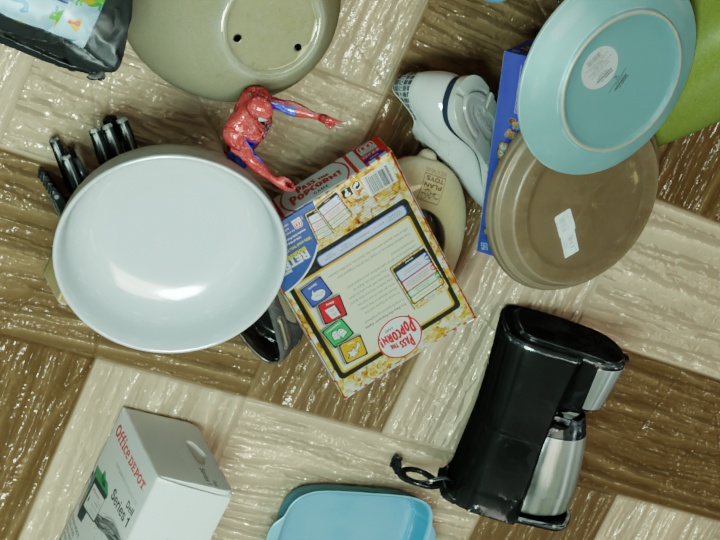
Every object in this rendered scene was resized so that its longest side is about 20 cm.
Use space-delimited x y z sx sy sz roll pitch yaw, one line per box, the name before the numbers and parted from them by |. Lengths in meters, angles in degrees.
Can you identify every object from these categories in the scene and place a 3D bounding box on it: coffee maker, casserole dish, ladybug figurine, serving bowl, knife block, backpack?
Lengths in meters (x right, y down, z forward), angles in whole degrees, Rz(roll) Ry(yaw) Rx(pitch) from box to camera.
coffee maker | 0.158 0.148 1.705 0.191 0.135 0.201 6 110 -26
casserole dish | -0.015 0.279 1.745 0.199 0.039 0.122 7 110 -28
ladybug figurine | 0.028 -0.027 1.598 0.135 0.072 0.201 17 106 -29
serving bowl | -0.164 -0.028 1.425 0.199 0.066 0.201 -3 125 -4
knife block | -0.203 -0.044 1.491 0.199 0.064 0.176 22 103 -31
backpack | -0.286 -0.245 1.315 0.199 0.163 0.155 10 101 -21

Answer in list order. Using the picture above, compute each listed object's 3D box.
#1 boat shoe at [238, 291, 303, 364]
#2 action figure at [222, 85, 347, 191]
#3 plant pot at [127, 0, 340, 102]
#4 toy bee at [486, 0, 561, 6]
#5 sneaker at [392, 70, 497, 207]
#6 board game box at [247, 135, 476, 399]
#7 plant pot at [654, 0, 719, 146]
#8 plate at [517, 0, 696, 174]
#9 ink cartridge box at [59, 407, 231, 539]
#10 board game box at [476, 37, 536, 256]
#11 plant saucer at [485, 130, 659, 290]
boat shoe | -0.111 0.011 1.537 0.074 0.074 0.200 -16 130 32
action figure | -0.076 -0.101 1.431 0.099 0.200 0.066 25 74 -1
plant pot | -0.097 -0.227 1.411 0.199 0.134 0.202 -10 118 -20
toy bee | 0.139 -0.295 1.497 0.199 0.131 0.109 28 81 -15
sneaker | 0.098 -0.126 1.590 0.077 0.080 0.200 -65 147 -24
board game box | 0.000 0.000 1.529 0.151 0.046 0.201 -31 119 -4
plant pot | 0.331 -0.221 1.600 0.200 0.188 0.187 -42 125 20
plate | 0.227 -0.172 1.474 0.199 0.026 0.201 -18 128 -25
ink cartridge box | -0.216 0.253 1.577 0.084 0.146 0.201 19 104 -29
board game box | 0.174 -0.123 1.594 0.134 0.045 0.201 -29 131 -54
plant saucer | 0.207 -0.069 1.558 0.199 0.029 0.201 -15 121 -26
